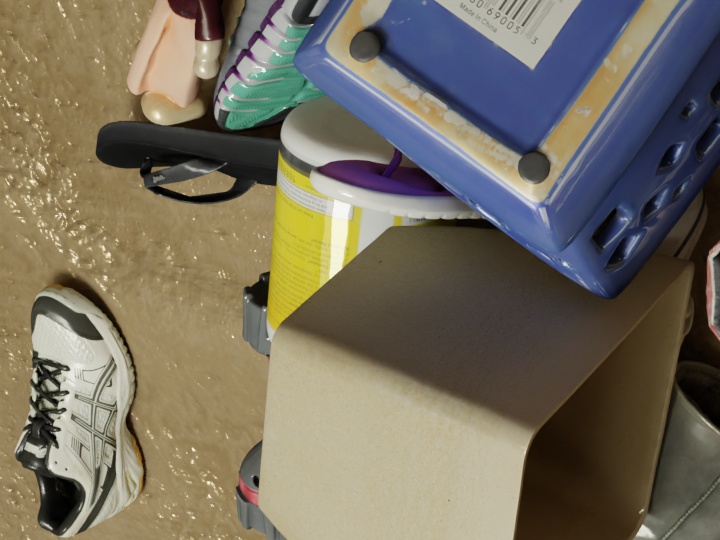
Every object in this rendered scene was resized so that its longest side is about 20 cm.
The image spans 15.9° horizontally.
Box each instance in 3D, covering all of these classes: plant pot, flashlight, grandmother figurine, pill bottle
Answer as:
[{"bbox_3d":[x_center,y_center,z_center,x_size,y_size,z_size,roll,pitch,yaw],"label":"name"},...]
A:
[{"bbox_3d":[0.053,0.087,1.451,0.177,0.200,0.200,23,129,23],"label":"plant pot"},{"bbox_3d":[0.094,-0.122,1.322,0.200,0.180,0.200,37,97,15],"label":"plant pot"},{"bbox_3d":[-0.055,0.092,1.767,0.068,0.068,0.200,26,135,31],"label":"flashlight"},{"bbox_3d":[-0.105,-0.172,1.593,0.200,0.061,0.121,107,145,-53],"label":"grandmother figurine"},{"bbox_3d":[0.000,0.000,1.587,0.112,0.112,0.200,22,120,30],"label":"pill bottle"}]

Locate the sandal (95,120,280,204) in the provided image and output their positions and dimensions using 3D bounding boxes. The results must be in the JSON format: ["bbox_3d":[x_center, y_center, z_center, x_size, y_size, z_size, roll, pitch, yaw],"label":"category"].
[{"bbox_3d":[-0.099,-0.066,1.678,0.200,0.076,0.043,8,83,39],"label":"sandal"}]

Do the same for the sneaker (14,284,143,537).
[{"bbox_3d":[-0.216,0.110,1.913,0.076,0.088,0.200,13,125,38],"label":"sneaker"}]

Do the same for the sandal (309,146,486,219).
[{"bbox_3d":[0.056,-0.059,1.474,0.082,0.202,0.050,21,105,50],"label":"sandal"}]

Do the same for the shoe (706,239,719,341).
[{"bbox_3d":[0.249,-0.037,1.370,0.071,0.091,0.200,38,138,15],"label":"shoe"}]

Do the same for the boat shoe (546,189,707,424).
[{"bbox_3d":[0.163,0.026,1.519,0.066,0.072,0.200,20,123,-13],"label":"boat shoe"}]

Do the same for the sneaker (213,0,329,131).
[{"bbox_3d":[-0.044,-0.164,1.587,0.200,0.074,0.088,-49,52,53],"label":"sneaker"}]

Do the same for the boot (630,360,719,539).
[{"bbox_3d":[0.212,0.163,1.577,0.182,0.073,0.200,32,124,-9],"label":"boot"}]
